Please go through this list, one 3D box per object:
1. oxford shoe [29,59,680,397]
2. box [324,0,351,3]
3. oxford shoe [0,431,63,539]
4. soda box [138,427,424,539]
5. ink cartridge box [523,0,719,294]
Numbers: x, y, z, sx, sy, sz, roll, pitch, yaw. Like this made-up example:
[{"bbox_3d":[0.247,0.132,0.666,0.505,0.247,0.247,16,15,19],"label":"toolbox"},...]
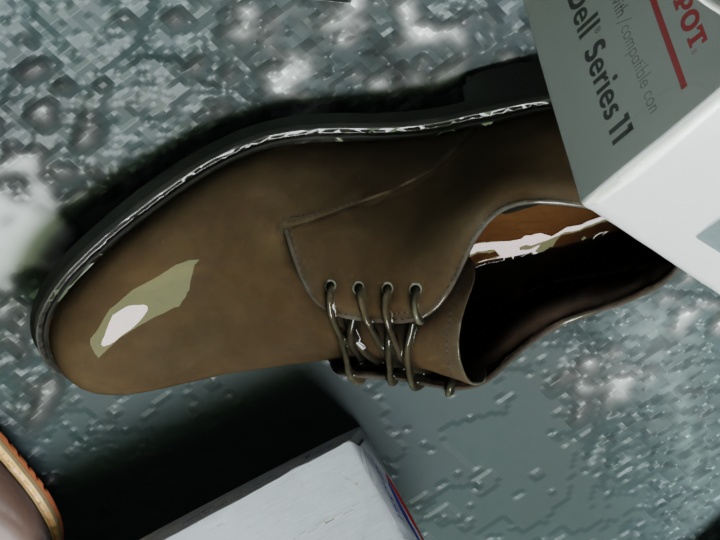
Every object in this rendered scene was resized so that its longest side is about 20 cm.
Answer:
[{"bbox_3d":[0.000,0.000,0.800,0.200,0.084,0.073,-18,133,5],"label":"oxford shoe"},{"bbox_3d":[-0.046,-0.163,0.678,0.137,0.040,0.200,5,129,-15],"label":"box"},{"bbox_3d":[-0.169,0.062,0.819,0.200,0.073,0.071,32,116,-33],"label":"oxford shoe"},{"bbox_3d":[-0.072,0.125,0.871,0.200,0.063,0.068,-29,89,3],"label":"soda box"},{"bbox_3d":[0.111,-0.048,0.761,0.200,0.117,0.067,32,120,-33],"label":"ink cartridge box"}]
